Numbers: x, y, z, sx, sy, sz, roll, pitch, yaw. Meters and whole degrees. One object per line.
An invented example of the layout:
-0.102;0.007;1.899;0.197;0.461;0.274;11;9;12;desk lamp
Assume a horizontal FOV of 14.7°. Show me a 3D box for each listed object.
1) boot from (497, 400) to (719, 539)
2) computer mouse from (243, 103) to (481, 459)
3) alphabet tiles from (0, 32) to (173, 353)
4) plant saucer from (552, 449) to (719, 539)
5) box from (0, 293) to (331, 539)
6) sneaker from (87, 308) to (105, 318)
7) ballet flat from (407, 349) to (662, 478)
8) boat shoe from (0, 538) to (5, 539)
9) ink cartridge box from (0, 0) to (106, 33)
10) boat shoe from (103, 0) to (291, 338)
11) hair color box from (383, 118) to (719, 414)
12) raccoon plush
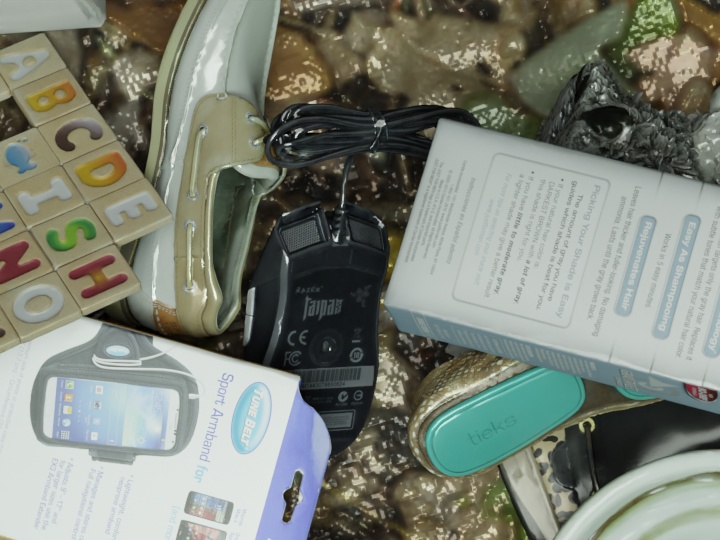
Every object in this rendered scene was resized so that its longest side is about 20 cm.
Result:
0.168;0.132;1.442;0.150;0.073;0.200;-27;80;2;boot
0.000;0.000;1.464;0.140;0.046;0.200;-8;113;-29;computer mouse
-0.197;-0.033;1.422;0.167;0.008;0.200;-24;48;-15;alphabet tiles
0.173;0.187;1.382;0.200;0.050;0.201;0;91;-6;plant saucer
-0.118;0.090;1.406;0.200;0.041;0.119;16;88;-2;box
-0.219;0.009;1.454;0.200;0.100;0.070;-8;89;4;sneaker
0.113;0.041;1.409;0.200;0.065;0.071;-20;115;-3;ballet flat
-0.178;0.116;1.465;0.200;0.072;0.062;18;44;-7;boat shoe
-0.216;-0.226;1.444;0.147;0.145;0.200;-5;87;2;ink cartridge box
-0.071;-0.062;1.453;0.068;0.075;0.200;16;91;27;boat shoe
0.122;0.002;1.348;0.200;0.061;0.099;14;78;13;hair color box
0.146;-0.019;1.461;0.134;0.097;0.200;24;118;-9;raccoon plush
